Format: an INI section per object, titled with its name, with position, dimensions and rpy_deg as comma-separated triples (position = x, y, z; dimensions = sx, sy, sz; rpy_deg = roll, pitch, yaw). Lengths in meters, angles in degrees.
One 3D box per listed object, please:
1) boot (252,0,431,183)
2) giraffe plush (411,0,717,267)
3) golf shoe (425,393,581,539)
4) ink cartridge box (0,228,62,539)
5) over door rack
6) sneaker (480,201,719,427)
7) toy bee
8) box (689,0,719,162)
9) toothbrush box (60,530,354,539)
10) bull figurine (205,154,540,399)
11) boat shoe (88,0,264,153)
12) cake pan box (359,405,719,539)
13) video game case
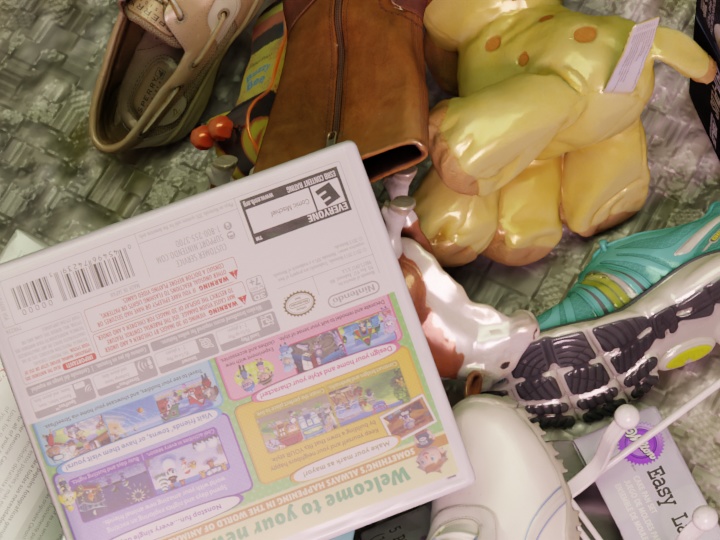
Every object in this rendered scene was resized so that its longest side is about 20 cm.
[boot]
position = 0.028, -0.139, 1.197
dimensions = 0.188, 0.068, 0.200
rpy_deg = -16, 43, 24
[giraffe plush]
position = 0.083, -0.121, 1.297
dimensions = 0.172, 0.200, 0.162
rpy_deg = -4, 49, -39
[golf shoe]
position = 0.059, 0.156, 1.140
dimensions = 0.078, 0.097, 0.200
rpy_deg = -14, 73, 32
[ink cartridge box]
position = -0.164, 0.110, 1.260
dimensions = 0.176, 0.084, 0.200
rpy_deg = 29, 71, 1
[over door rack]
position = 0.200, 0.122, 1.185
dimensions = 0.200, 0.067, 0.148
rpy_deg = -32, 68, -9
[sneaker]
position = 0.148, 0.024, 1.296
dimensions = 0.200, 0.078, 0.080
rpy_deg = -25, 44, -8
[toy bee]
position = -0.043, -0.091, 1.324
dimensions = 0.131, 0.109, 0.200
rpy_deg = -45, 43, 32
[box]
position = 0.297, -0.136, 1.292
dimensions = 0.200, 0.164, 0.086
rpy_deg = -18, 65, -4
[toothbrush box]
position = -0.084, 0.153, 1.172
dimensions = 0.146, 0.085, 0.200
rpy_deg = 15, 72, -4
[bull figurine]
position = 0.000, 0.000, 1.241
dimensions = 0.200, 0.121, 0.065
rpy_deg = 12, 32, 27
[boat shoe]
position = -0.104, -0.154, 1.327
dimensions = 0.071, 0.200, 0.065
rpy_deg = 31, 28, 19
[cake pan box]
position = 0.118, 0.190, 1.225
dimensions = 0.184, 0.052, 0.200
rpy_deg = -21, 65, -7
[video game case]
position = -0.066, 0.054, 1.119
dimensions = 0.200, 0.022, 0.182
rpy_deg = -20, 91, -8
